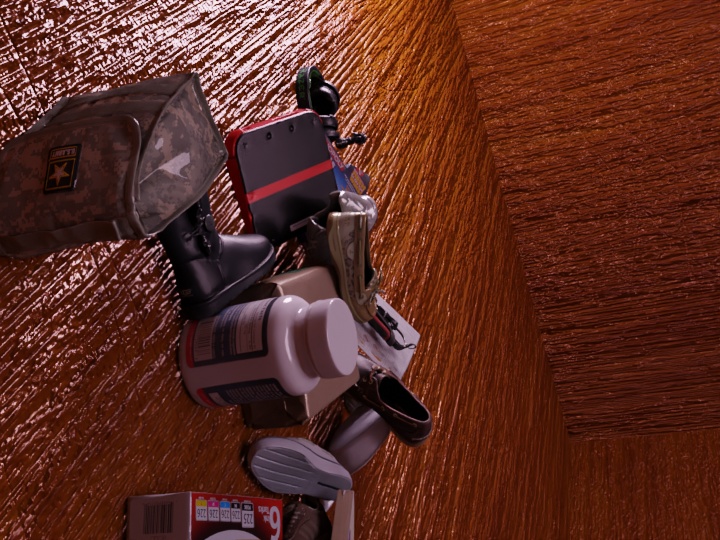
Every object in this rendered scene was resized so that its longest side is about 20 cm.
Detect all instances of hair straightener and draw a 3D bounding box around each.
[{"bbox_3d":[0.025,0.062,1.360,0.200,0.041,0.077,43,28,4],"label":"hair straightener"}]

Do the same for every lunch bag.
[{"bbox_3d":[-0.242,-0.094,0.746,0.202,0.160,0.119,-73,151,-51],"label":"lunch bag"}]

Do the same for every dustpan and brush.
[{"bbox_3d":[-0.019,0.298,1.244,0.200,0.139,0.058,-43,101,-33],"label":"dustpan and brush"}]

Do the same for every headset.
[{"bbox_3d":[-0.056,-0.277,1.399,0.200,0.092,0.126,55,31,-60],"label":"headset"}]

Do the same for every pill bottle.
[{"bbox_3d":[-0.108,0.095,0.952,0.119,0.196,0.122,-10,90,-68],"label":"pill bottle"}]

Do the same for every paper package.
[{"bbox_3d":[-0.095,0.101,1.118,0.199,0.101,0.195,-21,100,-68],"label":"paper package"}]

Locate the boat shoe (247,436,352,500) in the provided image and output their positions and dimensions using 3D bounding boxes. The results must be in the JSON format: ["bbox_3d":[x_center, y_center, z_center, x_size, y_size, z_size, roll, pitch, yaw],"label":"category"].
[{"bbox_3d":[-0.094,0.271,1.104,0.200,0.074,0.067,41,5,-43],"label":"boat shoe"}]

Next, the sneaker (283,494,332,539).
[{"bbox_3d":[-0.098,0.358,1.062,0.077,0.069,0.200,68,13,9],"label":"sneaker"}]

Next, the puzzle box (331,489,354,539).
[{"bbox_3d":[-0.028,0.422,1.142,0.202,0.025,0.135,90,6,-51],"label":"puzzle box"}]

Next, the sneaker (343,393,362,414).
[{"bbox_3d":[-0.002,0.178,1.340,0.201,0.085,0.079,55,32,-47],"label":"sneaker"}]

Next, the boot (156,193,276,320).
[{"bbox_3d":[-0.185,-0.056,0.991,0.200,0.075,0.171,-48,129,-56],"label":"boot"}]

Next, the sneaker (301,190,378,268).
[{"bbox_3d":[-0.062,-0.042,1.215,0.091,0.202,0.076,19,19,-45],"label":"sneaker"}]

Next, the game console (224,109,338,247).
[{"bbox_3d":[-0.114,-0.142,1.194,0.199,0.031,0.181,-29,113,-44],"label":"game console"}]

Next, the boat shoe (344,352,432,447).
[{"bbox_3d":[0.034,0.182,1.209,0.070,0.199,0.071,-40,155,-29],"label":"boat shoe"}]

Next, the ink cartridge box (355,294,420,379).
[{"bbox_3d":[0.016,0.120,1.373,0.160,0.047,0.200,44,31,-6],"label":"ink cartridge box"}]

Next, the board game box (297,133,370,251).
[{"bbox_3d":[-0.059,-0.136,1.339,0.202,0.061,0.201,57,37,-26],"label":"board game box"}]

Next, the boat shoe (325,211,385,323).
[{"bbox_3d":[0.000,0.000,1.175,0.074,0.061,0.202,-81,160,-46],"label":"boat shoe"}]

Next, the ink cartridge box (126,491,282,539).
[{"bbox_3d":[-0.164,0.340,0.856,0.200,0.082,0.180,36,48,-61],"label":"ink cartridge box"}]
